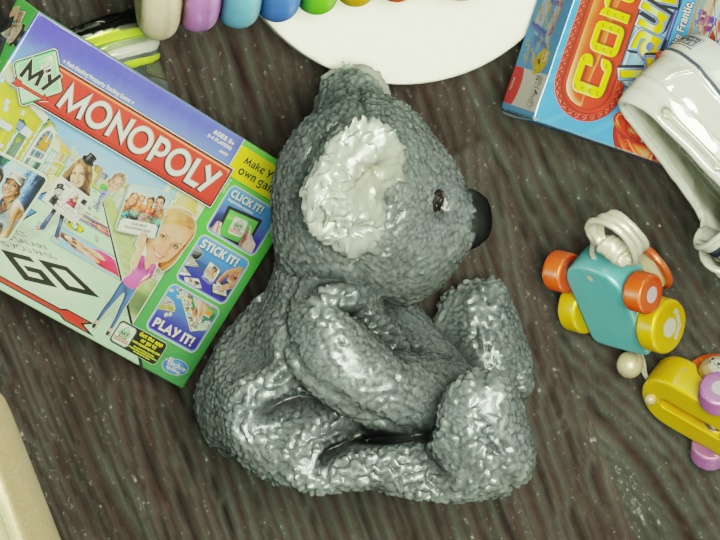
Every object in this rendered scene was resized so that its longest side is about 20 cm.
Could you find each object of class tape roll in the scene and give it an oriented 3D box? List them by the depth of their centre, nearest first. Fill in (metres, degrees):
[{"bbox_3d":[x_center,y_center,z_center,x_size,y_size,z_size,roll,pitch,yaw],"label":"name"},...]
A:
[{"bbox_3d":[0.022,-0.202,1.604,0.201,0.037,0.204,0,95,-4],"label":"tape roll"}]

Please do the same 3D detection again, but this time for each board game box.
[{"bbox_3d":[-0.136,-0.038,1.563,0.200,0.029,0.135,31,93,-37],"label":"board game box"},{"bbox_3d":[0.201,-0.147,1.595,0.195,0.056,0.201,17,94,-18],"label":"board game box"}]

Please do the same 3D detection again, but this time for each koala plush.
[{"bbox_3d":[0.000,0.000,1.543,0.182,0.178,0.201,-1,110,2],"label":"koala plush"}]

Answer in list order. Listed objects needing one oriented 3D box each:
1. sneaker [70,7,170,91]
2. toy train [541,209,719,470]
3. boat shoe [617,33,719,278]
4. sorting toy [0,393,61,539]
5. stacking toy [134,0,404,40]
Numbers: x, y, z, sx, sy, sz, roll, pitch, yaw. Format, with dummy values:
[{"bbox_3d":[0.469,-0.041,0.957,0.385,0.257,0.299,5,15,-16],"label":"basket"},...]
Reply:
[{"bbox_3d":[-0.189,-0.069,1.583,0.199,0.074,0.081,-22,100,-1],"label":"sneaker"},{"bbox_3d":[0.194,0.037,1.596,0.200,0.150,0.056,44,62,-2],"label":"toy train"},{"bbox_3d":[0.203,-0.025,1.550,0.065,0.074,0.201,-37,96,-16],"label":"boat shoe"},{"bbox_3d":[-0.258,0.181,1.620,0.199,0.036,0.186,-21,97,-7],"label":"sorting toy"},{"bbox_3d":[-0.018,-0.166,1.549,0.198,0.085,0.086,-3,95,-8],"label":"stacking toy"}]
